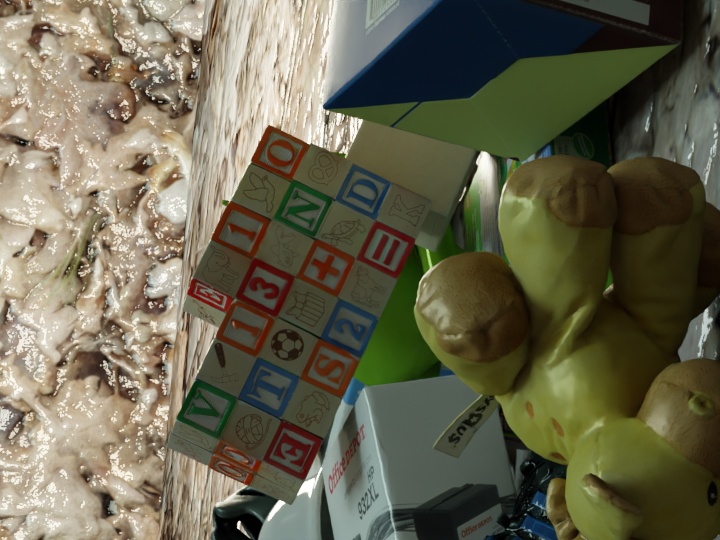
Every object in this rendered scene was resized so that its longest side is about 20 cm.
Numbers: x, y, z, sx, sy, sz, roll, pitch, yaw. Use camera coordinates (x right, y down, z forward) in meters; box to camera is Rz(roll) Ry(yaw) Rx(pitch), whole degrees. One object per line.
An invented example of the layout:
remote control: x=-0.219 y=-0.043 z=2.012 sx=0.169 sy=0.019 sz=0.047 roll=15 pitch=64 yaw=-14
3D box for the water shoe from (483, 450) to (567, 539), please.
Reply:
water shoe: x=0.096 y=0.162 z=1.460 sx=0.072 sy=0.079 sz=0.201 roll=112 pitch=162 yaw=-55

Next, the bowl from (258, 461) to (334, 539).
bowl: x=-0.018 y=0.227 z=1.732 sx=0.201 sy=0.090 sz=0.202 roll=49 pitch=-150 yaw=-43

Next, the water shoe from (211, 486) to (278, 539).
water shoe: x=-0.032 y=0.228 z=1.878 sx=0.200 sy=0.079 sz=0.072 roll=38 pitch=133 yaw=37

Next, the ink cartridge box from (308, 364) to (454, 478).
ink cartridge box: x=0.010 y=0.101 z=1.970 sx=0.145 sy=0.083 sz=0.200 roll=-98 pitch=18 yaw=-52

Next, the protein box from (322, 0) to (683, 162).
protein box: x=0.084 y=-0.200 z=1.490 sx=0.198 sy=0.134 sz=0.201 roll=143 pitch=137 yaw=-61

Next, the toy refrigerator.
toy refrigerator: x=0.055 y=-0.119 z=1.695 sx=0.070 sy=0.076 sz=0.200 roll=103 pitch=-170 yaw=-68

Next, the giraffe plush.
giraffe plush: x=0.123 y=0.066 z=1.227 sx=0.162 sy=0.172 sz=0.200 roll=57 pitch=133 yaw=42

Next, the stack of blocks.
stack of blocks: x=-0.049 y=0.026 z=1.596 sx=0.059 sy=0.115 sz=0.200 roll=115 pitch=179 yaw=-68

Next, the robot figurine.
robot figurine: x=0.000 y=0.000 z=1.764 sx=0.175 sy=0.200 sz=0.116 roll=-26 pitch=34 yaw=36

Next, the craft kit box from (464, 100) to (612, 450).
craft kit box: x=0.109 y=-0.025 z=1.620 sx=0.198 sy=0.048 sz=0.201 roll=113 pitch=161 yaw=-50

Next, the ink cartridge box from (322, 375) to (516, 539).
ink cartridge box: x=0.044 y=0.182 z=1.572 sx=0.145 sy=0.083 sz=0.201 roll=116 pitch=146 yaw=-64
